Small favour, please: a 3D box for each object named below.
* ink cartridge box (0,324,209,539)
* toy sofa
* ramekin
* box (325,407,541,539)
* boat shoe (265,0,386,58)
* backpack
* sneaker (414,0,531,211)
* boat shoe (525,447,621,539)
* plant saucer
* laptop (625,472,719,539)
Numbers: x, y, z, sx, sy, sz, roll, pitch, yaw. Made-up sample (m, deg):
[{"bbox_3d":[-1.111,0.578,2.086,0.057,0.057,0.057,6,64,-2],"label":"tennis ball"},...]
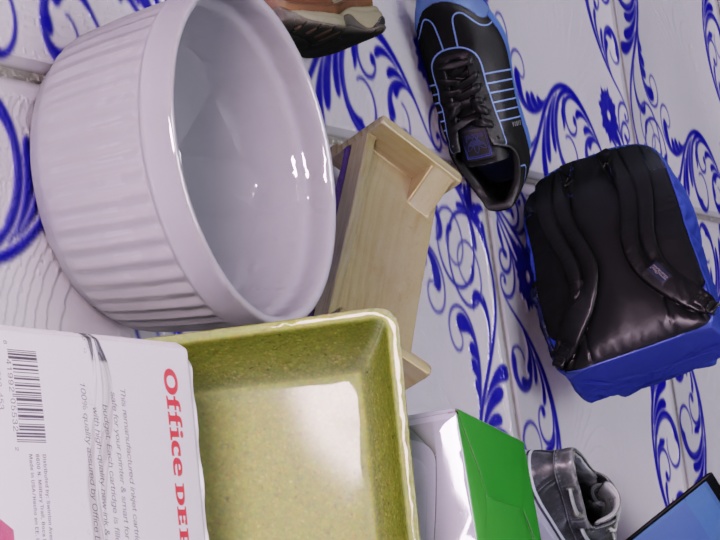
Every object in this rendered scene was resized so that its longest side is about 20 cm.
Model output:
[{"bbox_3d":[-0.164,0.105,1.001,0.200,0.084,0.145,10,71,-59],"label":"ink cartridge box"},{"bbox_3d":[0.000,0.000,1.462,0.083,0.097,0.201,35,44,-25],"label":"toy sofa"},{"bbox_3d":[-0.102,-0.058,1.203,0.200,0.105,0.201,37,48,-57],"label":"ramekin"},{"bbox_3d":[0.001,0.147,1.224,0.200,0.176,0.097,34,45,-72],"label":"box"},{"bbox_3d":[-0.045,-0.187,1.439,0.200,0.075,0.074,-19,91,-73],"label":"boat shoe"},{"bbox_3d":[0.232,0.003,1.880,0.168,0.162,0.201,50,24,-64],"label":"backpack"},{"bbox_3d":[0.095,-0.140,1.729,0.078,0.070,0.200,-79,149,-49],"label":"sneaker"},{"bbox_3d":[0.189,0.207,1.795,0.200,0.071,0.072,43,42,-55],"label":"boat shoe"},{"bbox_3d":[-0.064,0.132,1.110,0.048,0.199,0.201,39,45,-75],"label":"plant saucer"},{"bbox_3d":[0.307,0.324,1.976,0.177,0.103,0.201,52,36,-46],"label":"laptop"}]
